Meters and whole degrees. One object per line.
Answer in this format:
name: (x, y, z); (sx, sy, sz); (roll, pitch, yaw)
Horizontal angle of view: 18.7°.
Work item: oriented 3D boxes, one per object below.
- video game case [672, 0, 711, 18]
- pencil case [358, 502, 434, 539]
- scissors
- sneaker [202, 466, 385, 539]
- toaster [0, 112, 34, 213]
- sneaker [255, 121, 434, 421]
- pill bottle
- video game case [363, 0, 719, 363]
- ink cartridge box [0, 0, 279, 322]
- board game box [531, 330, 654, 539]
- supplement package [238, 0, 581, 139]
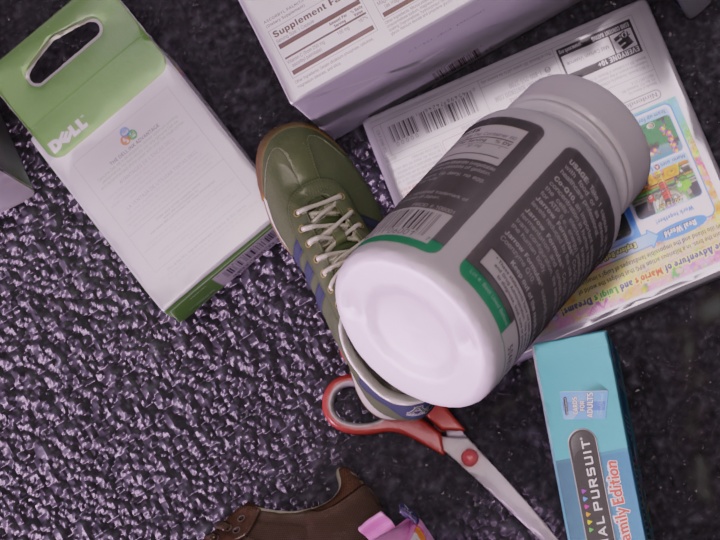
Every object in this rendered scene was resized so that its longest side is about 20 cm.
video game case: (0.141, -0.242, 1.322); (0.023, 0.200, 0.183); (-40, 79, 7)
pencil case: (0.067, 0.234, 1.314); (0.087, 0.087, 0.200); (-45, 97, 2)
scissors: (0.064, 0.105, 1.389); (0.199, 0.014, 0.073); (30, 87, 13)
sneaker: (-0.076, 0.191, 1.386); (0.199, 0.071, 0.076); (-20, 64, 1)
toaster: (-0.333, -0.102, 1.427); (0.180, 0.119, 0.201); (-25, 80, 5)
sneaker: (0.000, 0.000, 1.338); (0.067, 0.090, 0.201); (-25, 95, -10)
pill bottle: (0.083, -0.023, 1.286); (0.113, 0.113, 0.200); (36, 54, 11)
video game case: (0.125, -0.051, 1.393); (0.199, 0.024, 0.183); (-23, 81, 5)
ink cartridge box: (-0.141, -0.078, 1.421); (0.104, 0.059, 0.200); (-39, 80, 1)
board game box: (0.146, 0.144, 1.301); (0.047, 0.151, 0.202); (-11, 82, 8)
supplement package: (0.032, -0.186, 1.356); (0.199, 0.156, 0.111); (-28, 82, 5)
